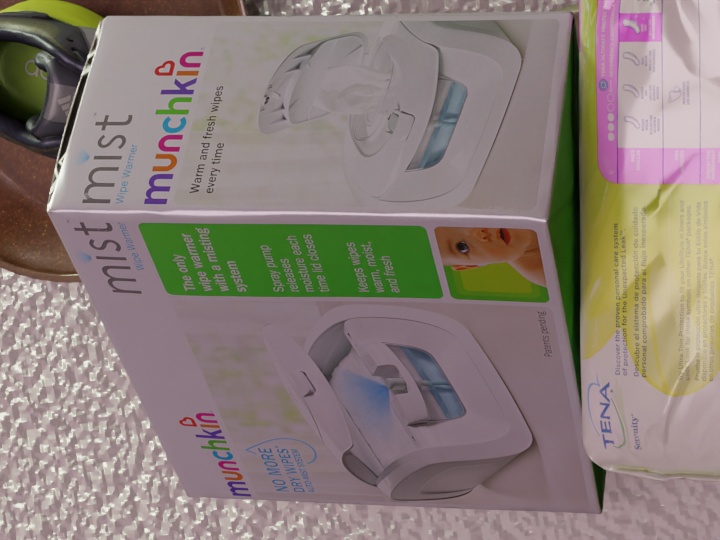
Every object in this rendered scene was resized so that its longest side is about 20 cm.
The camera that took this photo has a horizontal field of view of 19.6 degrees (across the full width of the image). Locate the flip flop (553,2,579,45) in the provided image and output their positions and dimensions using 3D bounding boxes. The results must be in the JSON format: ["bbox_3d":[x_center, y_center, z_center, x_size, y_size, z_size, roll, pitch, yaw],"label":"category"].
[{"bbox_3d":[0.034,-0.046,0.851,0.200,0.058,0.081,-26,87,29],"label":"flip flop"}]

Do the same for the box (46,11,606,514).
[{"bbox_3d":[0.000,0.000,0.782,0.176,0.200,0.097,1,55,12],"label":"box"}]

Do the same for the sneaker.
[{"bbox_3d":[-0.092,-0.064,0.855,0.200,0.081,0.074,12,104,22],"label":"sneaker"}]

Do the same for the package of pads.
[{"bbox_3d":[0.131,-0.034,0.757,0.068,0.154,0.200,3,100,24],"label":"package of pads"}]

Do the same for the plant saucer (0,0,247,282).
[{"bbox_3d":[-0.130,-0.096,0.932,0.200,0.037,0.201,4,101,23],"label":"plant saucer"}]
